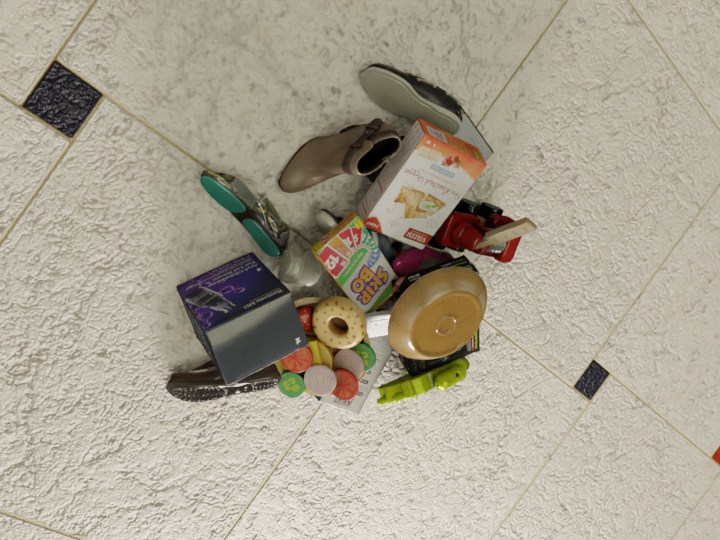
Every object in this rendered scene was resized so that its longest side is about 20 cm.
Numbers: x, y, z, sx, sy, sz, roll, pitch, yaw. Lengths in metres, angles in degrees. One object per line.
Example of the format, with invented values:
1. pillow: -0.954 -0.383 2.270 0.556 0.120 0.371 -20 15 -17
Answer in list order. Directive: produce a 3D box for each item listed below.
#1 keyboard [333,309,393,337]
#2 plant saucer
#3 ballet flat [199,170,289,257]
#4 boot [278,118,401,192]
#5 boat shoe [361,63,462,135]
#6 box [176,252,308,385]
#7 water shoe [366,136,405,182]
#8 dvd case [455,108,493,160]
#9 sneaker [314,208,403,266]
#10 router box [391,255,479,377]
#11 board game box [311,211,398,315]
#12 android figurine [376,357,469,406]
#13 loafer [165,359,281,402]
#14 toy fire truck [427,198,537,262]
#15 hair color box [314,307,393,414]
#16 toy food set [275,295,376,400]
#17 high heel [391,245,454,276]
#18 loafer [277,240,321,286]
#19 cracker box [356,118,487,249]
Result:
1. keyboard: -0.024 0.107 1.424 0.198 0.011 0.057 -10 133 17
2. plant saucer: 0.145 0.087 1.389 0.198 0.036 0.202 -14 129 -18
3. ballet flat: -0.184 -0.108 1.296 0.072 0.072 0.201 -44 124 -6
4. boot: -0.031 -0.181 1.290 0.200 0.146 0.070 -40 121 -9
5. boat shoe: 0.092 -0.304 1.358 0.199 0.074 0.061 24 57 -18
6. box: -0.193 0.072 1.273 0.147 0.200 0.105 -26 118 -17
7. water shoe: 0.101 -0.192 1.391 0.198 0.072 0.080 1 121 -10
8. dvd case: 0.144 -0.195 1.457 0.200 0.018 0.143 -47 125 -3
9. sneaker: 0.002 -0.069 1.405 0.200 0.075 0.085 38 83 -40
10. router box: 0.142 0.085 1.452 0.149 0.062 0.201 -18 129 -14
11. board game box: 0.000 0.000 1.374 0.095 0.030 0.200 -41 132 -8
12. android figurine: 0.116 0.215 1.519 0.199 0.181 0.041 -19 88 -42
13. loafer: -0.241 0.181 1.383 0.198 0.072 0.073 -4 152 -19
14. toy fire truck: 0.242 -0.068 1.440 0.175 0.200 0.130 7 112 -38
15. hair color box: -0.006 0.163 1.496 0.100 0.060 0.201 25 96 -33
16. toy food set: -0.072 0.142 1.403 0.198 0.049 0.200 -8 108 14
17. high heel: 0.140 0.009 1.458 0.199 0.096 0.068 7 125 -53
18. loafer: -0.096 -0.008 1.297 0.069 0.200 0.071 19 93 -4
19. cracker box: 0.102 -0.143 1.348 0.133 0.058 0.201 20 123 -27
